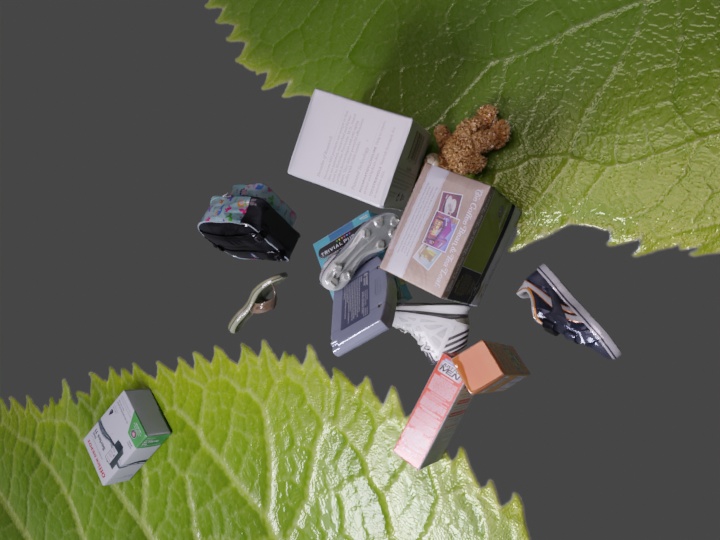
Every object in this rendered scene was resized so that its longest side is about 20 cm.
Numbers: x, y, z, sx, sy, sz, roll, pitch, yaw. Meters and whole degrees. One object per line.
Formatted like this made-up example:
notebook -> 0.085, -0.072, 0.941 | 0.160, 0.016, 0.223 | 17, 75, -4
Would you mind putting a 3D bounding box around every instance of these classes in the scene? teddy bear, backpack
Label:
teddy bear -> 0.195, -0.239, 1.099 | 0.199, 0.067, 0.146 | -22, 69, 25
backpack -> -0.253, -0.102, 1.270 | 0.199, 0.178, 0.151 | -4, 59, 33

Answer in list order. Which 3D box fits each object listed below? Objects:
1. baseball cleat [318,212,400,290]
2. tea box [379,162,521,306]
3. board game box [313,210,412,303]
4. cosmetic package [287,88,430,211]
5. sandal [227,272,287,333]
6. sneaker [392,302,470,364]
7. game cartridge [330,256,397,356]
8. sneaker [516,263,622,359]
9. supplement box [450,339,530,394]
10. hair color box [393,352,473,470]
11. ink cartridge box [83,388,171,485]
baseball cleat -> -0.011, -0.046, 1.130 | 0.200, 0.070, 0.106 | -42, 20, -9
tea box -> 0.166, -0.057, 1.014 | 0.133, 0.197, 0.201 | 27, 95, 29
board game box -> 0.000, 0.000, 1.184 | 0.151, 0.047, 0.201 | -30, 70, 22
cosmetic package -> 0.003, -0.225, 1.087 | 0.199, 0.167, 0.167 | 22, 100, 17
sandal -> -0.224, 0.077, 1.290 | 0.057, 0.080, 0.201 | 44, 111, 9
sneaker -> 0.106, 0.119, 1.071 | 0.199, 0.076, 0.116 | 0, 85, 9
game cartridge -> 0.007, 0.060, 1.063 | 0.133, 0.042, 0.200 | -28, 31, 19
sneaker -> 0.348, 0.084, 0.962 | 0.079, 0.078, 0.200 | -42, 54, 12
supplement box -> 0.222, 0.162, 0.948 | 0.069, 0.200, 0.067 | -36, 67, 16
hair color box -> 0.146, 0.251, 1.029 | 0.064, 0.111, 0.201 | 31, 97, 29
ink cartridge box -> -0.590, 0.418, 1.429 | 0.200, 0.083, 0.147 | -48, 63, 16
